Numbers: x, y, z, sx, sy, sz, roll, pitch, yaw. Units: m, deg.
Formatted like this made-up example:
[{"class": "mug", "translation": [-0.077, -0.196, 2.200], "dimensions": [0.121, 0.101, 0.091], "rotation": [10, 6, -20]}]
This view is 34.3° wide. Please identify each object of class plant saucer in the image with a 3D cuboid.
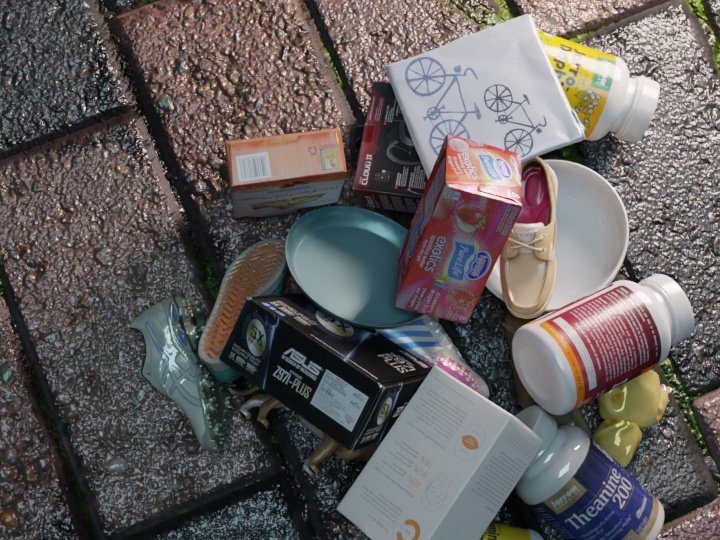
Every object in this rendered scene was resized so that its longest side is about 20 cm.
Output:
[{"class": "plant saucer", "translation": [0.000, 0.000, 1.439], "dimensions": [0.199, 0.027, 0.200], "rotation": [13, 43, -12]}]

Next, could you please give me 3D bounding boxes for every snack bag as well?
[{"class": "snack bag", "translation": [0.151, -0.207, 1.427], "dimensions": [0.199, 0.021, 0.189], "rotation": [-22, 73, 2]}]

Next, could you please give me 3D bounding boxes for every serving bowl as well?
[{"class": "serving bowl", "translation": [0.239, -0.036, 1.478], "dimensions": [0.199, 0.066, 0.201], "rotation": [-5, 71, 14]}]

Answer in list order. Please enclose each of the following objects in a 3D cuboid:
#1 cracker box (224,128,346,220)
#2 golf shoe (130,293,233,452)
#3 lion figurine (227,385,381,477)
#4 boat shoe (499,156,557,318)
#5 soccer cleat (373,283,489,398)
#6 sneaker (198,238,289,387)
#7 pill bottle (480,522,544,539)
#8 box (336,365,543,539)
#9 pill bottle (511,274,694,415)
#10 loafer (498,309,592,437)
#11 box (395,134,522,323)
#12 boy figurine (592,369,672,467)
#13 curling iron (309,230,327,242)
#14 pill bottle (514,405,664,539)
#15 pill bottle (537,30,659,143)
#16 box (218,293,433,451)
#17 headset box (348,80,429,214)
[{"class": "cracker box", "translation": [-0.092, -0.112, 1.409], "dimensions": [0.133, 0.200, 0.058], "rotation": [-8, 83, -6]}, {"class": "golf shoe", "translation": [-0.220, 0.133, 1.436], "dimensions": [0.097, 0.078, 0.201], "rotation": [-19, 79, 13]}, {"class": "lion figurine", "translation": [-0.054, 0.174, 1.433], "dimensions": [0.200, 0.072, 0.123], "rotation": [42, 71, 8]}, {"class": "boat shoe", "translation": [0.202, -0.044, 1.418], "dimensions": [0.073, 0.069, 0.201], "rotation": [0, 72, 16]}, {"class": "soccer cleat", "translation": [0.085, 0.088, 1.456], "dimensions": [0.200, 0.070, 0.086], "rotation": [31, 79, 1]}, {"class": "sneaker", "translation": [-0.138, 0.053, 1.449], "dimensions": [0.071, 0.080, 0.200], "rotation": [13, 57, 21]}, {"class": "pill bottle", "translation": [0.157, 0.358, 1.397], "dimensions": [0.199, 0.112, 0.112], "rotation": [11, 80, -3]}, {"class": "box", "translation": [0.090, 0.231, 1.316], "dimensions": [0.124, 0.097, 0.200], "rotation": [32, 84, 40]}, {"class": "pill bottle", "translation": [0.288, 0.081, 1.373], "dimensions": [0.200, 0.113, 0.113], "rotation": [-24, 83, -18]}, {"class": "loafer", "translation": [0.220, 0.143, 1.455], "dimensions": [0.067, 0.076, 0.200], "rotation": [-27, 86, -8]}, {"class": "box", "translation": [0.113, -0.045, 1.368], "dimensions": [0.095, 0.200, 0.100], "rotation": [15, 42, -7]}, {"class": "boy figurine", "translation": [0.340, 0.152, 1.469], "dimensions": [0.124, 0.064, 0.201], "rotation": [15, 82, -28]}, {"class": "curling iron", "translation": [-0.041, 0.049, 1.475], "dimensions": [0.049, 0.026, 0.201], "rotation": [-11, 81, -13]}, {"class": "pill bottle", "translation": [0.255, 0.256, 1.390], "dimensions": [0.200, 0.111, 0.111], "rotation": [42, 80, -9]}, {"class": "pill bottle", "translation": [0.274, -0.233, 1.501], "dimensions": [0.199, 0.113, 0.113], "rotation": [19, 80, -2]}, {"class": "box", "translation": [-0.033, 0.111, 1.358], "dimensions": [0.200, 0.164, 0.086], "rotation": [32, 104, 23]}, {"class": "headset box", "translation": [0.084, -0.149, 1.471], "dimensions": [0.199, 0.077, 0.149], "rotation": [7, 75, 11]}]
